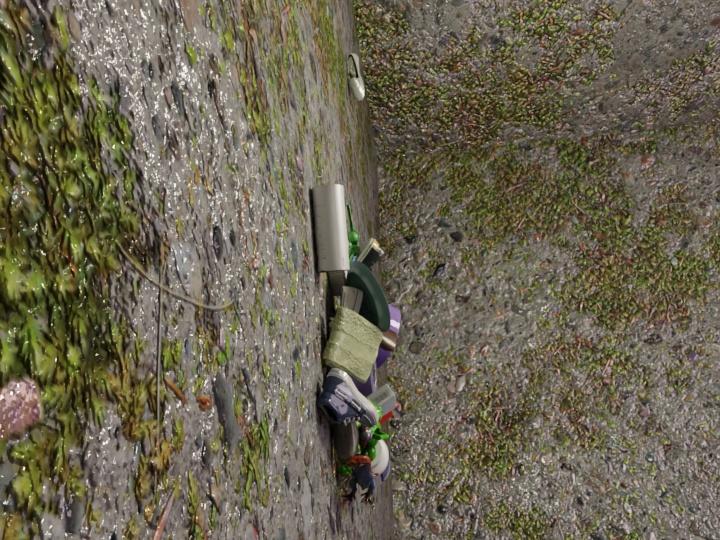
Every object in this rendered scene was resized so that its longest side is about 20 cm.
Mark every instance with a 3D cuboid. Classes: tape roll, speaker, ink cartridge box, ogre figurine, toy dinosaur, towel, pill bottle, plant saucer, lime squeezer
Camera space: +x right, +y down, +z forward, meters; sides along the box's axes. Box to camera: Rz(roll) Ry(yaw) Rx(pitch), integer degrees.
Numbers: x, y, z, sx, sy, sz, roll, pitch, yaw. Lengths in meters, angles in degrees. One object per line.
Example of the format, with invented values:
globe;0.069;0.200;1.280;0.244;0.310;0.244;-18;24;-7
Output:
tape roll;0.000;0.301;1.789;0.200;0.082;0.207;-6;90;-85
speaker;-0.072;-0.100;1.463;0.081;0.079;0.207;6;79;-84
ink cartridge box;-0.063;-0.065;1.687;0.179;0.043;0.204;82;6;-46
tape roll;0.049;0.202;1.980;0.200;0.083;0.205;-158;-91;-77
ogre figurine;0.005;0.417;1.562;0.118;0.097;0.206;15;65;-46
toy dinosaur;-0.002;0.496;1.502;0.201;0.102;0.186;-68;170;-62
towel;-0.014;0.183;1.512;0.199;0.036;0.152;37;65;-49
pill bottle;0.022;0.520;1.702;0.202;0.116;0.123;82;5;-61
plant saucer;0.014;0.074;1.617;0.201;0.027;0.203;51;-26;35
lime squeezer;-0.029;-0.087;1.746;0.070;0.037;0.205;37;43;-43
ink cartridge box;0.030;0.419;1.711;0.047;0.158;0.203;48;-18;36

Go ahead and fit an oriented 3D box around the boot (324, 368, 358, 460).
boot;-0.056;0.343;1.456;0.131;0.066;0.206;40;45;-65

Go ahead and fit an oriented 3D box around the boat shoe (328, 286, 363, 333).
boat shoe;-0.050;0.139;1.559;0.071;0.068;0.206;177;-72;-80

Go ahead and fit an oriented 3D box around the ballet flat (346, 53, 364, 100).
ballet flat;-0.030;-0.824;2.607;0.069;0.067;0.207;30;52;-83

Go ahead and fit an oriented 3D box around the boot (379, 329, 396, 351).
boot;0.026;0.185;1.702;0.065;0.197;0.188;-50;-164;23

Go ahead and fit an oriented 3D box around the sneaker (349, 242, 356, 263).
sneaker;-0.024;0.010;1.861;0.082;0.069;0.206;3;79;-68

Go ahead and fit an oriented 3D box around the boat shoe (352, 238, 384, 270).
boat shoe;0.000;0.000;1.760;0.202;0.061;0.075;-53;-170;23

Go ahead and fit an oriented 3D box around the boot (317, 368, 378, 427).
boot;-0.031;0.318;1.390;0.202;0.071;0.092;54;48;-32
